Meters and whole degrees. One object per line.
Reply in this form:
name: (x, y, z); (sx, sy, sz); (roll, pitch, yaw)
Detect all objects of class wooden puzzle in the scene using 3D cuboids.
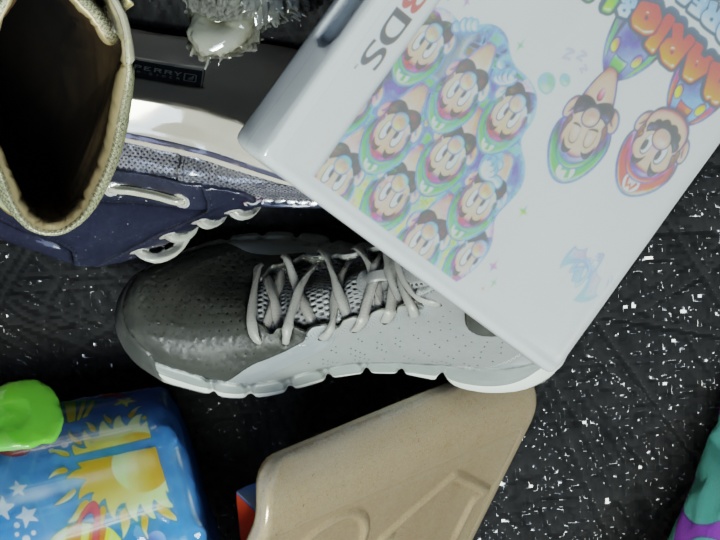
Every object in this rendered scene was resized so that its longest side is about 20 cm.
wooden puzzle: (-0.017, 0.138, 1.307); (0.046, 0.185, 0.200); (36, 124, 27)

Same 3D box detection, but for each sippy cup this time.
sippy cup: (-0.132, 0.115, 1.299); (0.130, 0.178, 0.140); (-18, 90, -1)

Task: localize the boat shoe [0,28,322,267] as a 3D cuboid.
boat shoe: (-0.067, -0.043, 1.229); (0.199, 0.075, 0.093); (14, 128, 1)

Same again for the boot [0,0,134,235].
boot: (-0.119, -0.114, 1.094); (0.072, 0.155, 0.201); (-2, 94, -6)

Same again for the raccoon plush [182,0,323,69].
raccoon plush: (0.017, -0.118, 1.166); (0.200, 0.097, 0.134); (30, 126, -19)

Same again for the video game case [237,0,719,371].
video game case: (0.069, -0.076, 1.131); (0.182, 0.024, 0.200); (-54, 134, 0)

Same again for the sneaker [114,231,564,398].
sneaker: (0.000, 0.000, 1.226); (0.199, 0.075, 0.116); (0, 156, -10)

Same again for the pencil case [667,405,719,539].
pencil case: (0.161, 0.156, 1.310); (0.085, 0.092, 0.200); (27, 99, 17)
